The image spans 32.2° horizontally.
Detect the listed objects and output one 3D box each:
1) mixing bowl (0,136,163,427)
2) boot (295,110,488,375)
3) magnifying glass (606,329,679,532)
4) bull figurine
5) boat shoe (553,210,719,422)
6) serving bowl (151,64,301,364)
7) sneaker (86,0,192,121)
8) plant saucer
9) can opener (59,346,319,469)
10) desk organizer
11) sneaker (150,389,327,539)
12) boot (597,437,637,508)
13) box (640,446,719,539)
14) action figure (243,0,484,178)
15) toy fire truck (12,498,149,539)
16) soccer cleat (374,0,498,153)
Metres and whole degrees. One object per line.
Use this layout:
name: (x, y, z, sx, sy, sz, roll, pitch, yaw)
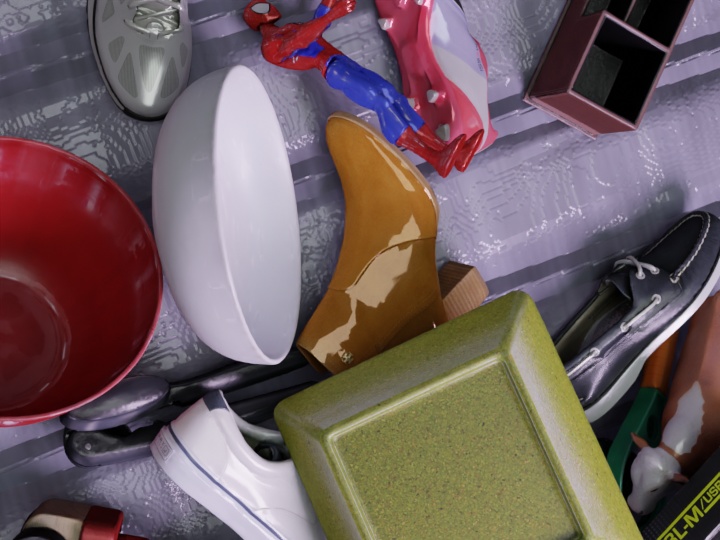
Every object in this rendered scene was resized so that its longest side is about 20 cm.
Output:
mixing bowl: (-0.238, 0.025, 0.824, 0.198, 0.109, 0.202, 10, 58, -17)
boot: (0.000, 0.000, 0.919, 0.144, 0.071, 0.202, -44, 111, -19)
magnifying glass: (0.229, 0.116, 0.986, 0.079, 0.022, 0.202, 37, 59, -42)
bull figurine: (0.270, 0.115, 0.973, 0.122, 0.065, 0.201, 53, 56, -43)
boat shoe: (0.215, 0.026, 0.984, 0.060, 0.076, 0.201, 39, 82, -20)
serving bowl: (-0.096, -0.035, 0.847, 0.065, 0.200, 0.203, -5, 95, 11)
sneaker: (-0.147, -0.205, 0.849, 0.075, 0.115, 0.203, -2, 94, -15)
plant saucer: (0.064, 0.142, 0.833, 0.198, 0.048, 0.201, -25, 85, 4)
can opener: (-0.119, 0.100, 0.906, 0.198, 0.078, 0.064, -8, 88, -24)
desk organizer: (0.209, -0.209, 0.966, 0.071, 0.077, 0.202, 25, 87, -15)
sneaker: (-0.059, 0.159, 0.895, 0.071, 0.073, 0.200, -43, 125, 5)
boot: (0.125, 0.189, 0.931, 0.199, 0.065, 0.167, 23, 75, -46)
box: (0.276, 0.213, 0.947, 0.199, 0.048, 0.194, 20, 112, -48)
action figure: (0.006, -0.159, 0.887, 0.199, 0.065, 0.100, 32, 109, 15)
toy fire truck: (-0.156, 0.263, 0.887, 0.198, 0.129, 0.178, 11, 91, -5)
soccer cleat: (0.057, -0.183, 0.942, 0.076, 0.066, 0.202, -11, 90, -47)
